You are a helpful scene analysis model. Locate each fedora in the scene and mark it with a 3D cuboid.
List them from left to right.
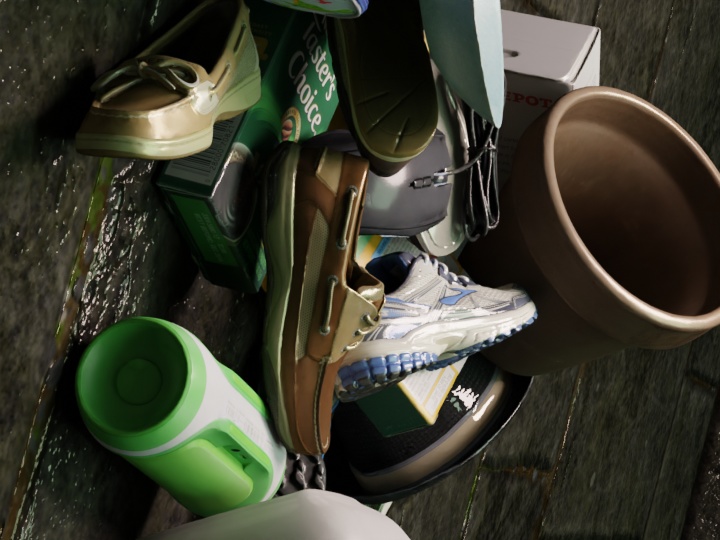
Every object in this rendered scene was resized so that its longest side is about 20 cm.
[{"bbox_3d":[0.038,0.085,1.682,0.092,0.200,0.201,57,42,-24],"label":"fedora"}]

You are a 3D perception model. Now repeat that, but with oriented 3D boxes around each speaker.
[{"bbox_3d":[-0.107,0.094,1.334,0.200,0.088,0.089,55,52,-66],"label":"speaker"}]

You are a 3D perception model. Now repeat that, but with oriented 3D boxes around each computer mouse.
[{"bbox_3d":[0.036,-0.088,1.436,0.199,0.046,0.142,-1,96,-44],"label":"computer mouse"}]

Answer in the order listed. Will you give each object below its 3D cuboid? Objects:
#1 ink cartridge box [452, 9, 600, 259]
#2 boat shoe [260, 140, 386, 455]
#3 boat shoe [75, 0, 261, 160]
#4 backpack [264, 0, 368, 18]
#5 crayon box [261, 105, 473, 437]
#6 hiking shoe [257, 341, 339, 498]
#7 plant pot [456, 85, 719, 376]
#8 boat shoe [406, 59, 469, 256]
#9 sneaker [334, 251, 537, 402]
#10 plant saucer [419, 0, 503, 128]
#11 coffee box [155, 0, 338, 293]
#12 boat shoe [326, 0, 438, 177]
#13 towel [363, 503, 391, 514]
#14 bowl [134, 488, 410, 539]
[{"bbox_3d":[0.112,-0.103,1.722,0.083,0.145,0.201,-58,155,-44],"label":"ink cartridge box"},{"bbox_3d":[-0.022,0.020,1.357,0.076,0.073,0.202,-74,164,-70],"label":"boat shoe"},{"bbox_3d":[-0.106,-0.108,1.224,0.201,0.073,0.064,-41,134,-64],"label":"boat shoe"},{"bbox_3d":[-0.030,-0.219,1.159,0.183,0.199,0.148,33,72,-71],"label":"backpack"},{"bbox_3d":[0.000,0.000,1.522,0.200,0.051,0.126,52,45,-21],"label":"crayon box"},{"bbox_3d":[-0.053,0.102,1.550,0.087,0.074,0.201,130,-22,-62],"label":"hiking shoe"},{"bbox_3d":[0.161,-0.007,1.615,0.175,0.200,0.201,-41,-171,42],"label":"plant pot"},{"bbox_3d":[0.026,-0.108,1.505,0.074,0.060,0.202,-26,107,-45],"label":"boat shoe"},{"bbox_3d":[0.047,0.022,1.473,0.199,0.077,0.086,-15,80,-51],"label":"sneaker"},{"bbox_3d":[0.057,-0.185,1.309,0.201,0.038,0.203,-4,90,-81],"label":"plant saucer"},{"bbox_3d":[-0.061,-0.102,1.390,0.123,0.044,0.201,69,39,-57],"label":"coffee box"},{"bbox_3d":[0.008,-0.155,1.373,0.066,0.071,0.202,127,-39,-62],"label":"boat shoe"},{"bbox_3d":[0.034,0.162,1.813,0.200,0.023,0.153,-61,171,-53],"label":"towel"},{"bbox_3d":[-0.064,0.196,1.401,0.200,0.199,0.075,31,43,-73],"label":"bowl"}]
